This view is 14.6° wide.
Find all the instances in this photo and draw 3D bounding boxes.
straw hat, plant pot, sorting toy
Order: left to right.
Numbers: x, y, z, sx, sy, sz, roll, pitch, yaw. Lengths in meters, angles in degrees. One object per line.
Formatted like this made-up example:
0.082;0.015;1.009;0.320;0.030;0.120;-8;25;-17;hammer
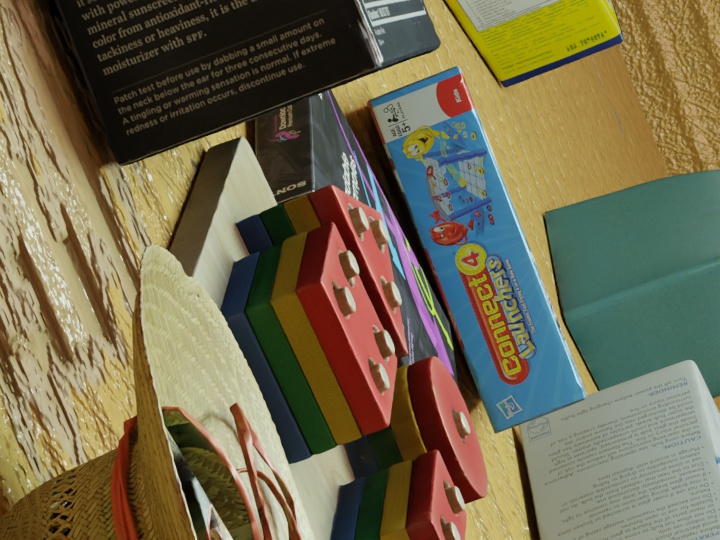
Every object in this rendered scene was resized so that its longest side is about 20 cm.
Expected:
-0.067;0.094;0.837;0.201;0.085;0.202;-19;90;-84;straw hat
-0.006;0.052;1.222;0.199;0.069;0.200;-79;146;-69;sorting toy
0.270;0.009;2.234;0.142;0.200;0.141;-96;162;-52;plant pot

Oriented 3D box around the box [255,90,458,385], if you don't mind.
0.000;0.000;1.425;0.143;0.036;0.200;-95;160;-54;box

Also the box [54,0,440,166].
-0.065;-0.162;1.187;0.200;0.123;0.199;-37;107;-80;box

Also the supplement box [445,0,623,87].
0.121;-0.250;2.225;0.200;0.109;0.110;49;23;-60;supplement box

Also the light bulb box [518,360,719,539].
0.198;0.203;1.758;0.200;0.125;0.198;-98;163;-50;light bulb box

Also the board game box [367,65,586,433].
0.065;-0.016;1.623;0.200;0.056;0.196;-65;134;-87;board game box
